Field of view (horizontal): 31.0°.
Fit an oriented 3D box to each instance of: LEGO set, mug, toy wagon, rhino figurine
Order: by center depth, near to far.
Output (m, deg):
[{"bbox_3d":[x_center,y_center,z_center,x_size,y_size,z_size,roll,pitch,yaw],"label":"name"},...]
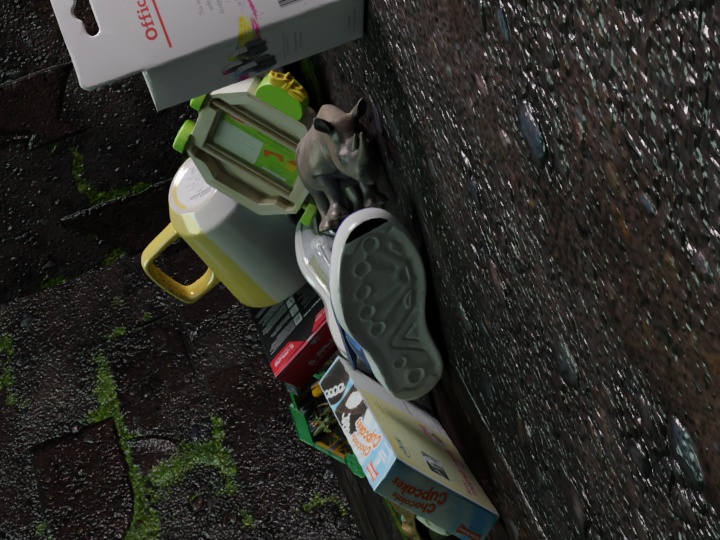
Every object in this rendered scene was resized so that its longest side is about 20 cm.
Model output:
[{"bbox_3d":[-0.016,-0.088,1.040,0.200,0.059,0.089,147,104,-81],"label":"rhino figurine"},{"bbox_3d":[-0.088,-0.126,1.220,0.154,0.040,0.200,30,143,-4],"label":"toy wagon"},{"bbox_3d":[-0.143,-0.045,1.443,0.149,0.188,0.153,23,168,46],"label":"mug"},{"bbox_3d":[-0.014,0.142,1.606,0.153,0.116,0.202,13,133,46],"label":"LEGO set"}]

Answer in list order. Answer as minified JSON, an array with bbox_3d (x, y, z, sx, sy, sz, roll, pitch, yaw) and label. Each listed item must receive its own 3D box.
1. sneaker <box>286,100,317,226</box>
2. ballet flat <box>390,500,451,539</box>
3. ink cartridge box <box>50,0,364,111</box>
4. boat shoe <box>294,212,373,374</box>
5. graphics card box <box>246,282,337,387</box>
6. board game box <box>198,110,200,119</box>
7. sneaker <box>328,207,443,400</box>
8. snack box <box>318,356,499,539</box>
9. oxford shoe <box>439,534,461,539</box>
[{"bbox_3d":[-0.086,-0.145,1.352,0.201,0.075,0.116,76,169,-53],"label":"sneaker"},{"bbox_3d":[0.071,0.239,1.298,0.072,0.068,0.201,43,162,24],"label":"ballet flat"},{"bbox_3d":[-0.108,-0.190,0.893,0.068,0.198,0.116,95,154,-74],"label":"ink cartridge box"},{"bbox_3d":[-0.008,0.009,1.260,0.074,0.065,0.203,27,-152,-38],"label":"boat shoe"},{"bbox_3d":[-0.074,0.024,1.522,0.051,0.126,0.201,27,-157,-39],"label":"graphics card box"},{"bbox_3d":[-0.141,-0.219,1.347,0.166,0.056,0.203,-101,9,-68],"label":"board game box"},{"bbox_3d":[0.000,0.000,1.067,0.147,0.080,0.201,56,170,47],"label":"sneaker"},{"bbox_3d":[0.039,0.154,1.141,0.115,0.037,0.200,32,-170,-23],"label":"snack box"},{"bbox_3d":[0.112,0.364,1.265,0.084,0.072,0.202,-131,22,-63],"label":"oxford shoe"}]
